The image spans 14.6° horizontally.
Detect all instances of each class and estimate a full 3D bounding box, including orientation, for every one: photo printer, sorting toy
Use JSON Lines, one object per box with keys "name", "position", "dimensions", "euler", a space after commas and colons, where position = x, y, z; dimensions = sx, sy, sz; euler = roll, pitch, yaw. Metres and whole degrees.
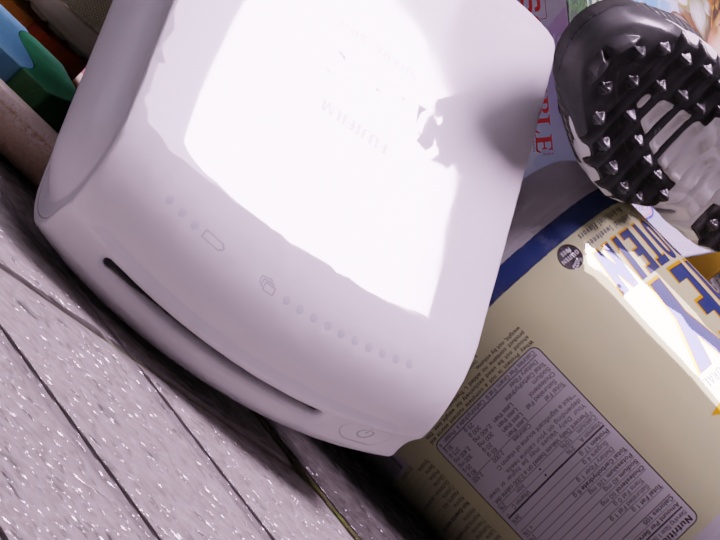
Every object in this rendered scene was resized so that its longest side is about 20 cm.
{"name": "photo printer", "position": [-0.021, -0.043, 0.982], "dimensions": [0.166, 0.069, 0.200], "euler": [35, 49, -21]}
{"name": "sorting toy", "position": [-0.102, -0.053, 1.073], "dimensions": [0.185, 0.036, 0.200], "euler": [44, 6, -11]}

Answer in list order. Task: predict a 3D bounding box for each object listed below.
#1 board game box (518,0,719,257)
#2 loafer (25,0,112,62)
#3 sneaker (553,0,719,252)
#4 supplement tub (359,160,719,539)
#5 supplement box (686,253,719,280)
{"name": "board game box", "position": [0.134, -0.105, 1.247], "dimensions": [0.200, 0.041, 0.200], "euler": [-10, 95, -50]}
{"name": "loafer", "position": [-0.070, -0.095, 1.089], "dimensions": [0.200, 0.068, 0.076], "euler": [48, 8, 4]}
{"name": "sneaker", "position": [0.104, -0.068, 1.077], "dimensions": [0.091, 0.066, 0.200], "euler": [47, 8, 27]}
{"name": "supplement tub", "position": [0.101, 0.072, 1.087], "dimensions": [0.200, 0.145, 0.145], "euler": [46, 6, 8]}
{"name": "supplement box", "position": [0.088, -0.053, 1.416], "dimensions": [0.200, 0.197, 0.133], "euler": [51, -8, 5]}
